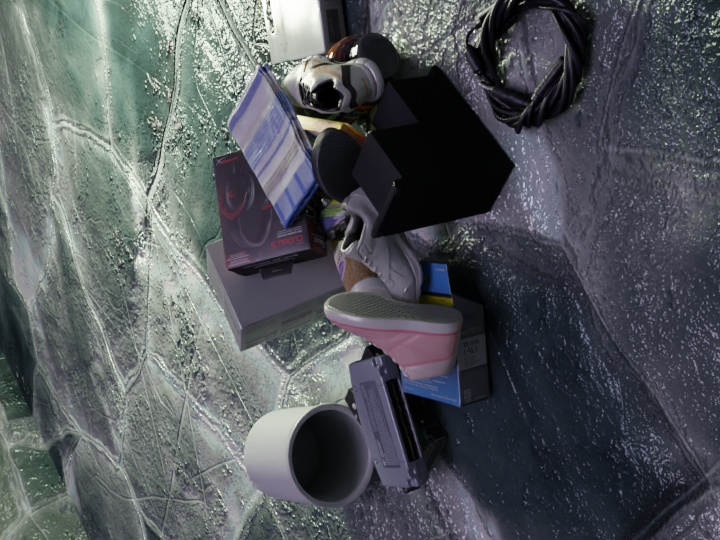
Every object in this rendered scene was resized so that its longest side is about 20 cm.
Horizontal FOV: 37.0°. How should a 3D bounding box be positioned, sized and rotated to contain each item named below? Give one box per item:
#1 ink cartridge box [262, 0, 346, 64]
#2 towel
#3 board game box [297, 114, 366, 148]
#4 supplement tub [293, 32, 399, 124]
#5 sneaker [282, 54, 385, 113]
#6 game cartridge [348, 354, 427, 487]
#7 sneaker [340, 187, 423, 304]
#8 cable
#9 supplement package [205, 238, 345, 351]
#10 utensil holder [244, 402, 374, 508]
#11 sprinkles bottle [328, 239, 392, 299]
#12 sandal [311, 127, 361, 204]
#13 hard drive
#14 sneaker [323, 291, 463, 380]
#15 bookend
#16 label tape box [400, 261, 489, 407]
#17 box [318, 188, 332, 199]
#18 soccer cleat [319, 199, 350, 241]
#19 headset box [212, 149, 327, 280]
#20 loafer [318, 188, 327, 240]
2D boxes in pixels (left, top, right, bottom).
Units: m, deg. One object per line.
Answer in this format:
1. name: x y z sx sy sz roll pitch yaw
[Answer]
1. ink cartridge box: -0.094 -0.422 1.716 0.199 0.056 0.166 10 110 64
2. towel: -0.127 -0.181 1.575 0.202 0.024 0.147 61 140 17
3. board game box: -0.036 -0.186 1.548 0.199 0.095 0.030 16 76 57
4. supplement tub: -0.022 -0.277 1.593 0.199 0.105 0.109 -27 79 57
5. sneaker: -0.056 -0.255 1.491 0.198 0.079 0.075 6 121 52
6. game cartridge: 0.039 0.233 1.662 0.133 0.040 0.204 -20 86 62
7. sneaker: 0.021 -0.028 1.486 0.078 0.098 0.203 27 139 63
8. cable: 0.201 -0.258 1.306 0.199 0.050 0.166 -18 86 57
9. supplement package: -0.135 0.011 1.762 0.158 0.197 0.111 63 164 18
10. utensil holder: -0.093 0.319 1.865 0.199 0.168 0.173 -15 89 60
11. sprinkles bottle: 0.000 0.000 1.631 0.201 0.067 0.069 -110 25 -55
12. sandal: -0.019 -0.123 1.479 0.043 0.076 0.201 35 169 38
13. hard drive: 0.053 0.235 1.723 0.201 0.037 0.141 54 141 32
14. sneaker: 0.043 0.096 1.480 0.196 0.076 0.106 8 119 17
15. bookend: 0.062 -0.161 1.419 0.200 0.197 0.093 56 142 27
16. label tape box: 0.114 0.082 1.551 0.143 0.062 0.204 7 105 56
17. box: -0.042 -0.137 1.734 0.199 0.041 0.039 9 108 55
18. soccer cleat: 0.007 -0.123 1.598 0.200 0.064 0.085 -41 58 30
19. headset box: -0.139 -0.088 1.659 0.146 0.075 0.204 -12 78 18
20. loafer: -0.101 -0.133 1.721 0.202 0.072 0.072 65 146 22
